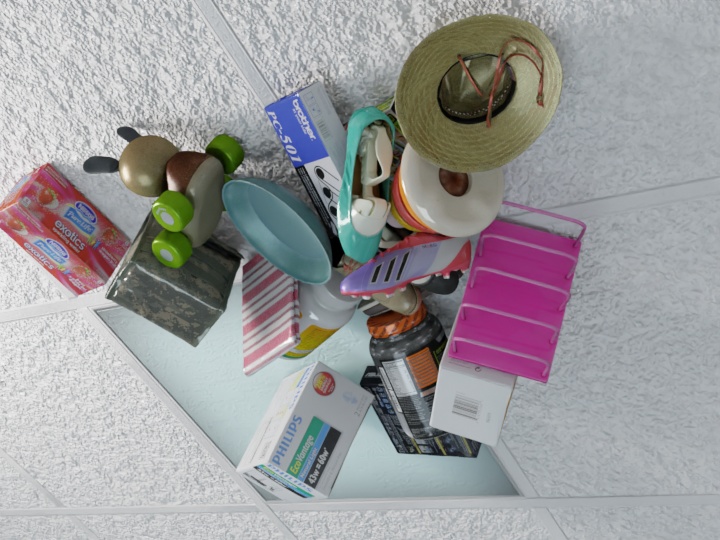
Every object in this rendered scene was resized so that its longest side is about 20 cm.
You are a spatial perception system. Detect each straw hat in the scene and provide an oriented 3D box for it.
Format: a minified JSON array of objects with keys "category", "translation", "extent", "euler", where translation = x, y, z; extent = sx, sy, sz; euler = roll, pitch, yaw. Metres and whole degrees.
[{"category":"straw hat","translation":[0.136,-0.222,1.256],"extent":[0.199,0.085,0.203],"euler":[-2,119,-3]}]

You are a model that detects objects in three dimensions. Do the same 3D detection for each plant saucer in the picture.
[{"category":"plant saucer","translation":[-0.110,-0.063,1.491],"extent":[0.199,0.036,0.201],"euler":[33,154,18]}]

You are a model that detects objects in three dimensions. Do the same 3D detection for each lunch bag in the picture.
[{"category":"lunch bag","translation":[-0.274,-0.010,1.616],"extent":[0.163,0.201,0.118],"euler":[31,126,-16]}]

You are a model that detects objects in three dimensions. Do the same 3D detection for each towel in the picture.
[{"category":"towel","translation":[-0.135,0.049,1.618],"extent":[0.030,0.202,0.146],"euler":[14,148,-32]}]

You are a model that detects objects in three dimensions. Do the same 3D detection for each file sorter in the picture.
[{"category":"file sorter","translation":[0.207,0.025,1.383],"extent":[0.138,0.202,0.125],"euler":[15,168,8]}]

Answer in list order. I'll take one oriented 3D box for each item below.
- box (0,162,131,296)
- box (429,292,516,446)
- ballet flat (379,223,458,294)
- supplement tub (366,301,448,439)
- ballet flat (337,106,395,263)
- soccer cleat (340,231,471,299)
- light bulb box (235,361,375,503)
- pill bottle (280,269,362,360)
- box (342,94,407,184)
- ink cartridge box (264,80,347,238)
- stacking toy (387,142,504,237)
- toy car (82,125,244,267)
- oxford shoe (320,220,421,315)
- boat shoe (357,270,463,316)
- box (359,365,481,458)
[{"category":"box","translation":[-0.491,-0.065,1.731],"extent":[0.095,0.100,0.200],"euler":[-19,124,39]},{"category":"box","translation":[0.183,0.123,1.531],"extent":[0.106,0.201,0.153],"euler":[16,141,11]},{"category":"ballet flat","translation":[0.051,-0.031,1.479],"extent":[0.200,0.068,0.068],"euler":[43,121,8]},{"category":"supplement tub","translation":[0.090,0.152,1.645],"extent":[0.122,0.122,0.201],"euler":[-11,110,35]},{"category":"ballet flat","translation":[0.010,-0.107,1.332],"extent":[0.067,0.202,0.070],"euler":[0,-173,-25]},{"category":"soccer cleat","translation":[0.059,-0.015,1.401],"extent":[0.067,0.199,0.077],"euler":[8,111,66]},{"category":"light bulb box","translation":[-0.097,0.283,1.816],"extent":[0.124,0.199,0.200],"euler":[32,157,-12]},{"category":"pill bottle","translation":[-0.075,0.055,1.652],"extent":[0.112,0.113,0.200],"euler":[34,139,-12]},{"category":"box","translation":[0.071,-0.138,1.427],"extent":[0.110,0.035,0.200],"euler":[-23,122,42]},{"category":"ink cartridge box","translation":[-0.047,-0.145,1.403],"extent":[0.094,0.044,0.201],"euler":[-9,112,56]},{"category":"stacking toy","translation":[0.079,-0.097,1.364],"extent":[0.146,0.147,0.200],"euler":[36,156,-15]},{"category":"toy car","translation":[-0.296,-0.133,1.525],"extent":[0.199,0.165,0.158],"euler":[27,141,11]},{"category":"oxford shoe","translation":[0.000,0.000,1.525],"extent":[0.200,0.075,0.071],"euler":[38,116,18]},{"category":"boat shoe","translation":[0.073,0.025,1.582],"extent":[0.059,0.072,0.200],"euler":[41,132,-16]},{"category":"box","translation":[0.107,0.246,1.825],"extent":[0.160,0.049,0.201],"euler":[-2,134,30]}]
